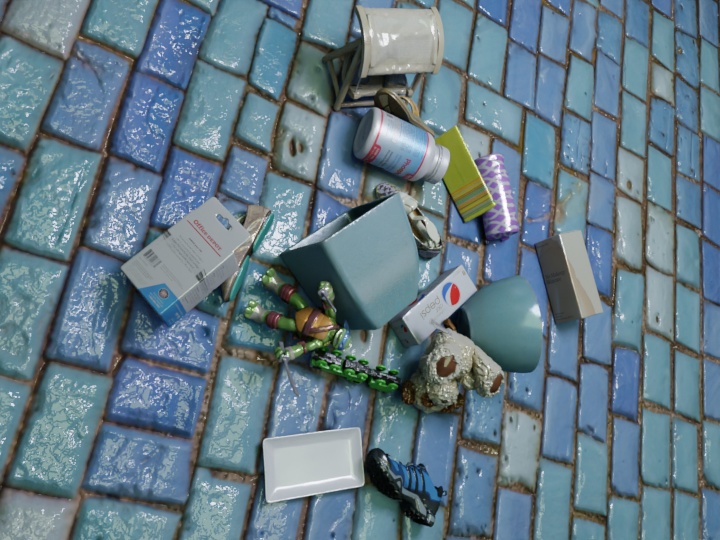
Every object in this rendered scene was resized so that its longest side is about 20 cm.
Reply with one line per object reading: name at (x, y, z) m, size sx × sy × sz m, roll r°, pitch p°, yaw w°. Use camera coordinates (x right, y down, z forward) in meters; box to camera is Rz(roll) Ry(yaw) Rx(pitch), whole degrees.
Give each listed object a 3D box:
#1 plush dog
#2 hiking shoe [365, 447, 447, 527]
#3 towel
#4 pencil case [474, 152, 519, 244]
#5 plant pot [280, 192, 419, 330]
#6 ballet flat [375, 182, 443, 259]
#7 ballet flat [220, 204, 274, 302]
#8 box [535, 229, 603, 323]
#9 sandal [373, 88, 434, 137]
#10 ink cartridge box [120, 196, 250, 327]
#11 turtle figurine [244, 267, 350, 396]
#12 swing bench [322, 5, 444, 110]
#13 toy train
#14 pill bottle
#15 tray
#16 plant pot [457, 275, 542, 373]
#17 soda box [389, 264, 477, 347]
plush dog at (0.158, 0.208, 1.198) m, size 0.197 × 0.161 × 0.174 m, roll 20°, pitch 114°, yaw -33°
hiking shoe at (0.085, 0.402, 1.164) m, size 0.201 × 0.074 × 0.087 m, roll 51°, pitch 54°, yaw -19°
towel at (0.231, -0.219, 1.372) m, size 0.018 × 0.085 × 0.204 m, roll -28°, pitch 91°, yaw -59°
pencil case at (0.316, -0.169, 1.403) m, size 0.085 × 0.082 × 0.206 m, roll 4°, pitch 76°, yaw -62°
plant pot at (0.000, 0.000, 1.147) m, size 0.194 × 0.195 × 0.204 m, roll -33°, pitch 102°, yaw -29°
ballet flat at (0.113, -0.116, 1.294) m, size 0.072 × 0.072 × 0.201 m, roll -43°, pitch 98°, yaw -28°
ballet flat at (-0.227, -0.037, 1.114) m, size 0.066 × 0.068 × 0.204 m, roll 22°, pitch 62°, yaw 1°
box at (0.499, 0.015, 1.444) m, size 0.076 × 0.095 × 0.206 m, roll -10°, pitch 81°, yaw -27°
sandal at (0.099, -0.344, 1.309) m, size 0.198 × 0.079 × 0.055 m, roll 26°, pitch 75°, yaw -46°
ink cartridge box at (-0.290, -0.017, 1.030) m, size 0.199 × 0.067 × 0.116 m, roll -41°, pitch 73°, yaw -19°
turtle figurine at (-0.113, 0.079, 1.054) m, size 0.191 × 0.147 × 0.199 m, roll 26°, pitch 25°, yaw 18°
swing bench at (0.051, -0.443, 1.263) m, size 0.194 × 0.199 × 0.133 m, roll -12°, pitch 83°, yaw -28°
toy train at (-0.011, 0.194, 1.165) m, size 0.196 × 0.056 × 0.043 m, roll 21°, pitch 55°, yaw -21°
pill bottle at (0.090, -0.260, 1.292) m, size 0.196 × 0.108 × 0.112 m, roll 19°, pitch 70°, yaw -21°
tray at (-0.086, 0.355, 1.109) m, size 0.195 × 0.022 × 0.111 m, roll 0°, pitch 77°, yaw -27°
plant pot at (0.280, 0.119, 1.268) m, size 0.131 × 0.200 × 0.206 m, roll -5°, pitch 79°, yaw -7°
soda box at (0.155, 0.074, 1.273) m, size 0.199 × 0.063 × 0.069 m, roll -38°, pitch 97°, yaw -28°
